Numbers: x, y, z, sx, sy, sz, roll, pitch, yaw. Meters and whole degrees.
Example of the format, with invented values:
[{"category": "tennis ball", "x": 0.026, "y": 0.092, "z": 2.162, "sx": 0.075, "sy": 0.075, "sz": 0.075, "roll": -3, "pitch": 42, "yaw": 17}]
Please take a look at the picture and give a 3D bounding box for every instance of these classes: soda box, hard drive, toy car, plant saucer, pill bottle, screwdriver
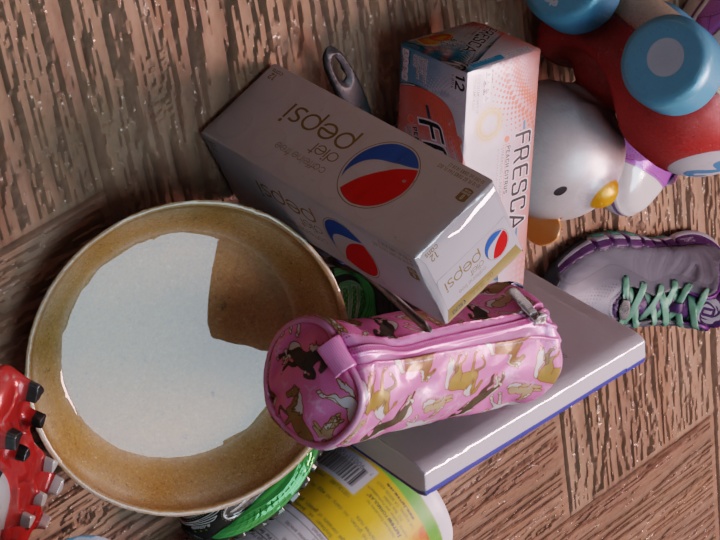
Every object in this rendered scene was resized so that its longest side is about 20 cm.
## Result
[{"category": "soda box", "x": 0.066, "y": -0.054, "z": 1.442, "sx": 0.068, "sy": 0.064, "sz": 0.200, "roll": -21, "pitch": 124, "yaw": -37}, {"category": "hard drive", "x": 0.075, "y": 0.070, "z": 1.511, "sx": 0.200, "sy": 0.132, "sz": 0.025, "roll": -28, "pitch": 131, "yaw": -30}, {"category": "toy car", "x": 0.158, "y": -0.088, "z": 1.489, "sx": 0.200, "sy": 0.177, "sz": 0.184, "roll": -52, "pitch": 151, "yaw": 11}, {"category": "soda box", "x": -0.001, "y": -0.047, "z": 1.318, "sx": 0.068, "sy": 0.200, "sz": 0.064, "roll": -44, "pitch": 136, "yaw": -16}, {"category": "plant saucer", "x": -0.106, "y": 0.049, "z": 1.356, "sx": 0.200, "sy": 0.035, "sz": 0.201, "roll": -6, "pitch": 109, "yaw": -17}, {"category": "pill bottle", "x": -0.045, "y": 0.202, "z": 1.487, "sx": 0.200, "sy": 0.111, "sz": 0.111, "roll": -39, "pitch": 135, "yaw": -22}, {"category": "screwdriver", "x": 0.000, "y": 0.000, "z": 1.350, "sx": 0.028, "sy": 0.200, "sz": 0.029, "roll": -34, "pitch": 128, "yaw": -9}]

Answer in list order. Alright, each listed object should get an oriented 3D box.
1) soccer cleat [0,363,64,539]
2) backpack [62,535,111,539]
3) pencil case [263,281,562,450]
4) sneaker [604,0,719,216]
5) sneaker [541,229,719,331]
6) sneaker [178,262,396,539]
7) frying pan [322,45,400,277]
[{"category": "soccer cleat", "x": -0.224, "y": 0.111, "z": 1.300, "sx": 0.200, "sy": 0.085, "sz": 0.069, "roll": 96, "pitch": 15, "yaw": -56}, {"category": "backpack", "x": -0.200, "y": 0.232, "z": 1.299, "sx": 0.163, "sy": 0.200, "sz": 0.154, "roll": 40, "pitch": 54, "yaw": -48}, {"category": "pencil case", "x": 0.033, "y": 0.056, "z": 1.353, "sx": 0.200, "sy": 0.083, "sz": 0.087, "roll": -10, "pitch": 118, "yaw": -45}, {"category": "sneaker", "x": 0.252, "y": -0.115, "z": 1.592, "sx": 0.073, "sy": 0.114, "sz": 0.201, "roll": 27, "pitch": 94, "yaw": -50}, {"category": "sneaker", "x": 0.220, "y": 0.014, "z": 1.653, "sx": 0.200, "sy": 0.087, "sz": 0.075, "roll": -13, "pitch": 121, "yaw": -40}, {"category": "sneaker", "x": -0.064, "y": 0.081, "z": 1.440, "sx": 0.085, "sy": 0.078, "sz": 0.200, "roll": 31, "pitch": 88, "yaw": -34}, {"category": "frying pan", "x": 0.004, "y": -0.060, "z": 1.442, "sx": 0.190, "sy": 0.031, "sz": 0.115, "roll": 29, "pitch": 89, "yaw": -46}]
